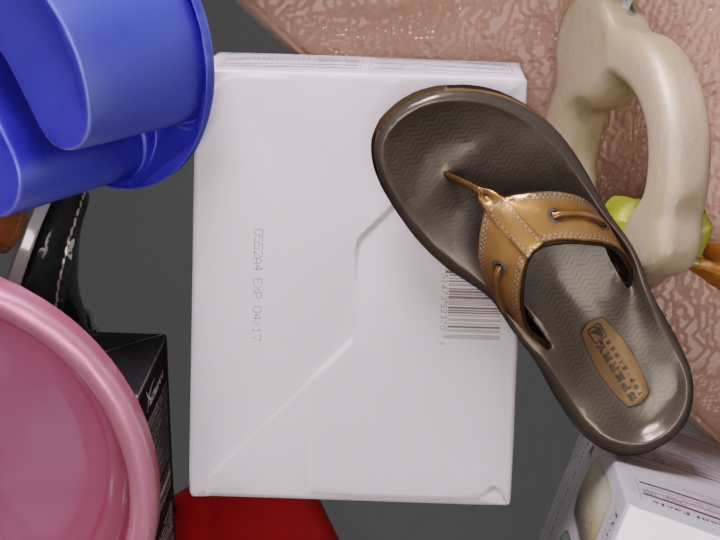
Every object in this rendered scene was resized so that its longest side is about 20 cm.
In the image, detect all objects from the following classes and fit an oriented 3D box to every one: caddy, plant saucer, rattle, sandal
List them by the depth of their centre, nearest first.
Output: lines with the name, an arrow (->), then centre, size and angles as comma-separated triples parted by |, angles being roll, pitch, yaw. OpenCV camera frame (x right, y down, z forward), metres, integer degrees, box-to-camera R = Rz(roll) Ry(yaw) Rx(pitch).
plant saucer -> -0.183, 0.086, 0.979 | 0.199, 0.051, 0.202 | 2, 111, 6
sandal -> 0.082, 0.002, 0.989 | 0.081, 0.055, 0.201 | -33, 100, 2
caddy -> -0.150, -0.123, 1.009 | 0.141, 0.105, 0.201 | -35, 86, 44
rattle -> 0.160, -0.085, 1.079 | 0.142, 0.130, 0.201 | 0, 73, -9

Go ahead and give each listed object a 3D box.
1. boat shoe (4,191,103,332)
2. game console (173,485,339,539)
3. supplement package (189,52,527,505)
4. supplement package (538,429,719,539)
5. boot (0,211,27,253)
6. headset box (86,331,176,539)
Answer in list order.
boat shoe -> -0.158, 0.048, 1.110 | 0.060, 0.076, 0.201 | 16, 112, -4
game console -> -0.072, 0.220, 1.163 | 0.199, 0.119, 0.173 | -30, 129, 7
supplement package -> 0.000, 0.000, 1.074 | 0.155, 0.111, 0.202 | 2, 100, 1
supplement package -> 0.159, 0.174, 1.055 | 0.150, 0.200, 0.153 | 20, 99, -2
boot -> -0.237, -0.099, 1.073 | 0.155, 0.201, 0.077 | 19, 125, -35
headset box -> -0.165, 0.133, 1.063 | 0.148, 0.077, 0.201 | 1, 113, 7
